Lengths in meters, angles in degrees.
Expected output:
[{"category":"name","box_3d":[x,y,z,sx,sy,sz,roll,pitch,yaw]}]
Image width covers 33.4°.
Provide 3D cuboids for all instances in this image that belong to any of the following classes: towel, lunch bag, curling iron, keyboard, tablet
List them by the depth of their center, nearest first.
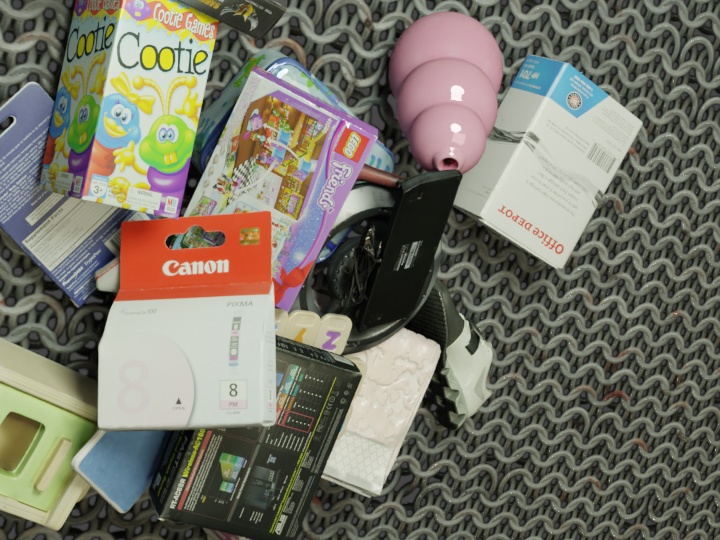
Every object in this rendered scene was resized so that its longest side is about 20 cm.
[{"category":"curling iron","box_3d":[-0.009,-0.108,1.202,0.198,0.050,0.026,18,72,-11]},{"category":"tablet","box_3d":[-0.198,0.142,1.204,0.200,0.014,0.131,-50,149,-17]},{"category":"keyboard","box_3d":[0.032,-0.024,1.222,0.103,0.040,0.201,-14,138,-33]},{"category":"lunch bag","box_3d":[-0.072,-0.114,1.254,0.161,0.082,0.200,-48,121,-1]},{"category":"towel","box_3d":[-0.029,0.135,1.345,0.198,0.032,0.193,23,86,-16]}]

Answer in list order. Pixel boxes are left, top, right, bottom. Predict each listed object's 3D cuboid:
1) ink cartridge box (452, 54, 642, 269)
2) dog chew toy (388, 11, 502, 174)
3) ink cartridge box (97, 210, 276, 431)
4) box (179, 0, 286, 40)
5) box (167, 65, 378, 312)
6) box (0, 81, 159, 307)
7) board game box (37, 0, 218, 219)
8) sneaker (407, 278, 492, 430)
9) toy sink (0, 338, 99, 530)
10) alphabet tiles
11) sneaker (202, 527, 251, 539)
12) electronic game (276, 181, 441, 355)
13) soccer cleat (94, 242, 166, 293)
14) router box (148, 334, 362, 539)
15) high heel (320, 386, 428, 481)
[{"category":"ink cartridge box","box_3d":[0.216,-0.126,1.405,0.146,0.086,0.201,29,93,-32]},{"category":"dog chew toy","box_3d":[0.090,-0.178,1.251,0.123,0.202,0.125,1,137,1]},{"category":"ink cartridge box","box_3d":[-0.161,0.046,1.116,0.160,0.057,0.203,-3,84,12]},{"category":"box","box_3d":[-0.162,-0.319,1.095,0.199,0.160,0.048,21,137,-33]},{"category":"box","box_3d":[-0.086,-0.077,1.170,0.136,0.039,0.201,27,107,-7]},{"category":"box","box_3d":[-0.298,-0.075,1.169,0.121,0.032,0.201,-44,123,-10]},{"category":"board game box","box_3d":[-0.215,-0.160,1.119,0.104,0.103,0.203,11,91,-38]},{"category":"sneaker","box_3d":[0.113,0.085,1.434,0.088,0.074,0.202,-30,125,-28]},{"category":"toy sink","box_3d":[-0.320,0.167,1.191,0.199,0.112,0.131,31,90,-33]},{"category":"alphabet tiles","box_3d":[-0.088,0.129,1.261,0.198,0.015,0.198,8,110,-34]},{"category":"sneaker","box_3d":[-0.125,0.285,1.342,0.088,0.080,0.201,-34,147,-27]},{"category":"electronic game","box_3d":[0.000,0.000,1.275,0.198,0.042,0.202,-15,123,-24]},{"category":"soccer cleat","box_3d":[-0.202,0.049,1.240,0.084,0.069,0.201,-24,136,2]},{"category":"router box","box_3d":[-0.106,0.163,1.197,0.149,0.062,0.202,19,97,-26]},{"category":"high heel","box_3d":[-0.005,0.156,1.385,0.200,0.067,0.096,-45,132,-5]}]
